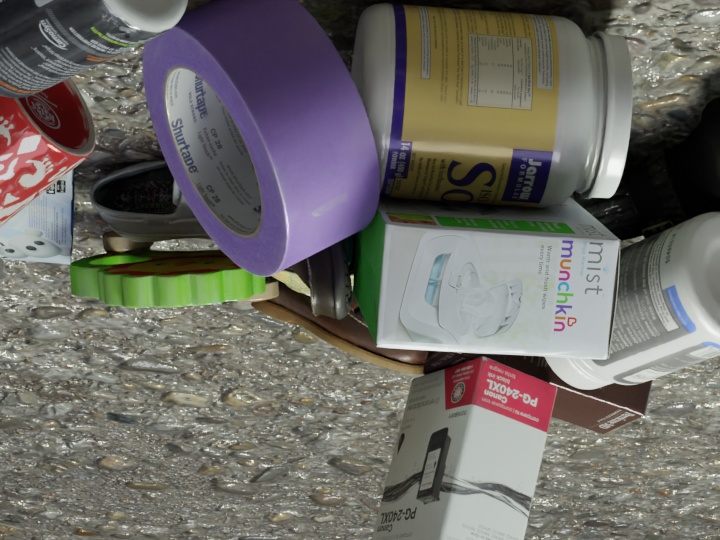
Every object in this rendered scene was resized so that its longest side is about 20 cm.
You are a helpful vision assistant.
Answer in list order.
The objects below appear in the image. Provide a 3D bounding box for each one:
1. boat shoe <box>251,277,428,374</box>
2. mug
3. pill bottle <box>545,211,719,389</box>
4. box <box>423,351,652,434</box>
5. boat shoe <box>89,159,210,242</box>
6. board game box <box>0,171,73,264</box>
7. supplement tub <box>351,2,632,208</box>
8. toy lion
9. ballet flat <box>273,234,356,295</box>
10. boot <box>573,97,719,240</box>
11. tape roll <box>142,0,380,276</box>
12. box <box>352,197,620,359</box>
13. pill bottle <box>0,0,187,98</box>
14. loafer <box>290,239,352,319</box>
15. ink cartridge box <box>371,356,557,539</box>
[{"bbox_3d":[-0.017,0.031,1.830,0.199,0.071,0.070,24,-171,32],"label":"boat shoe"},{"bbox_3d":[-0.324,-0.080,1.582,0.199,0.134,0.177,-32,174,21],"label":"mug"},{"bbox_3d":[0.246,0.032,1.713,0.113,0.115,0.199,17,155,-30],"label":"pill bottle"},{"bbox_3d":[0.158,0.080,1.844,0.198,0.076,0.100,17,161,-11],"label":"box"},{"bbox_3d":[-0.142,-0.065,1.746,0.199,0.071,0.071,-7,160,24],"label":"boat shoe"},{"bbox_3d":[-0.349,-0.072,1.772,0.197,0.044,0.200,4,155,-7],"label":"board game box"},{"bbox_3d":[0.094,-0.122,1.525,0.198,0.147,0.146,4,155,-5],"label":"supplement tub"},{"bbox_3d":[-0.169,0.005,1.775,0.198,0.069,0.191,0,-172,22],"label":"toy lion"},{"bbox_3d":[0.000,0.000,1.679,0.198,0.071,0.071,-1,155,6],"label":"ballet flat"},{"bbox_3d":[0.252,-0.078,1.691,0.156,0.080,0.211,-2,155,7],"label":"boot"},{"bbox_3d":[-0.075,-0.103,1.495,0.085,0.201,0.200,-26,164,-23],"label":"tape roll"},{"bbox_3d":[0.090,-0.001,1.539,0.175,0.098,0.200,3,-169,-5],"label":"box"},{"bbox_3d":[-0.224,-0.187,1.444,0.199,0.107,0.106,-19,148,37],"label":"pill bottle"},{"bbox_3d":[-0.059,-0.044,1.624,0.071,0.201,0.073,-18,153,-4],"label":"loafer"},{"bbox_3d":[0.086,0.192,1.794,0.083,0.202,0.145,22,160,-20],"label":"ink cartridge box"}]
